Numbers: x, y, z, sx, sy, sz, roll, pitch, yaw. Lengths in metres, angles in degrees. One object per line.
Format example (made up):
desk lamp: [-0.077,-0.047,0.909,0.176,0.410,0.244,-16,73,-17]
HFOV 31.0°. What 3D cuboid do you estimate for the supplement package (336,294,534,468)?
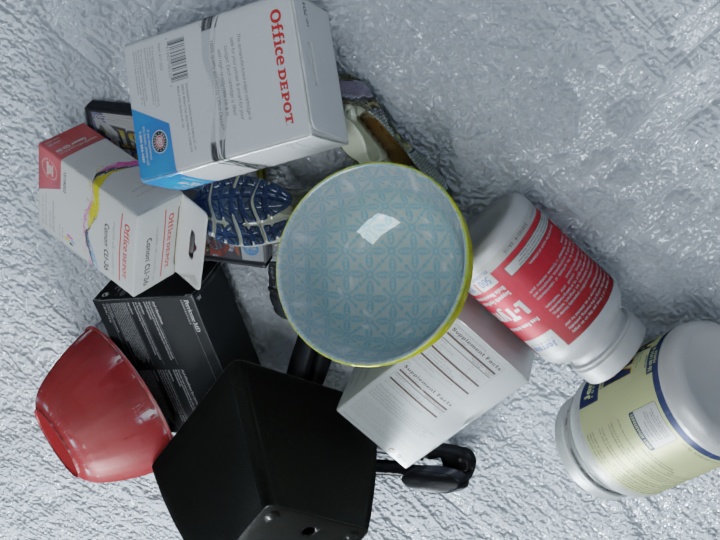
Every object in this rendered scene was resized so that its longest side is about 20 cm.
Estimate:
supplement package: [0.087,0.105,1.429,0.110,0.114,0.200,41,124,-12]

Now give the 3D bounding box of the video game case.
video game case: [-0.200,-0.095,1.443,0.200,0.026,0.181,7,125,13]

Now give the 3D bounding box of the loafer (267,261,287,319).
loafer: [0.000,0.000,1.382,0.200,0.068,0.070,-12,102,-8]

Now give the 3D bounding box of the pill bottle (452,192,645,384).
pill bottle: [0.194,0.022,1.338,0.200,0.112,0.112,41,125,-11]

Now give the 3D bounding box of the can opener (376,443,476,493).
can opener: [0.044,0.225,1.557,0.200,0.079,0.063,8,84,29]

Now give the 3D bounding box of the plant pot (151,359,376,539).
plant pot: [-0.098,0.252,1.467,0.199,0.177,0.200,21,123,-30]

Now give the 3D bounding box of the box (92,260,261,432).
box: [-0.206,0.093,1.534,0.141,0.079,0.200,-1,123,28]

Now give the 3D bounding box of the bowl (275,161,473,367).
bowl: [0.028,0.000,1.290,0.200,0.108,0.200,-4,80,22]

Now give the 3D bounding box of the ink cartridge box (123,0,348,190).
ink cartridge box: [-0.125,-0.174,1.289,0.200,0.086,0.147,-12,81,24]

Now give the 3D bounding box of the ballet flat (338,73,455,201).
ballet flat: [0.023,-0.109,1.334,0.072,0.072,0.200,-29,110,32]

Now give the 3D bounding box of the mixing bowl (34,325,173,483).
mixing bowl: [-0.319,0.179,1.555,0.200,0.108,0.200,44,154,29]

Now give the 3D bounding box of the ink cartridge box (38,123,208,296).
ink cartridge box: [-0.258,-0.056,1.397,0.200,0.067,0.117,33,135,25]

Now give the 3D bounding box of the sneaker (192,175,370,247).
sneaker: [-0.079,-0.055,1.386,0.200,0.085,0.077,3,81,5]

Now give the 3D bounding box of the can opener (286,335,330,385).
can opener: [-0.051,0.075,1.488,0.063,0.079,0.200,-12,131,-24]

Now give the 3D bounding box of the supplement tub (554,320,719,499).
supplement tub: [0.312,0.152,1.354,0.145,0.145,0.200,39,139,-10]
